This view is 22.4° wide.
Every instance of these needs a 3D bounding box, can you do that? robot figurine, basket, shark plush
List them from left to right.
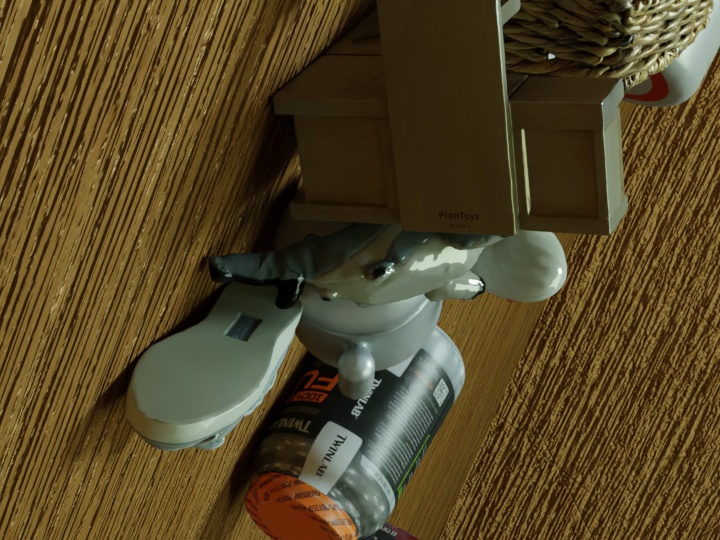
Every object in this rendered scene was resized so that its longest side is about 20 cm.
[{"bbox_3d":[0.000,0.000,1.237,0.200,0.112,0.171,81,8,-73],"label":"robot figurine"},{"bbox_3d":[0.003,-0.017,1.128,0.199,0.084,0.091,-19,157,-8],"label":"shark plush"},{"bbox_3d":[0.161,-0.176,1.234,0.200,0.142,0.150,-47,159,-47],"label":"basket"}]

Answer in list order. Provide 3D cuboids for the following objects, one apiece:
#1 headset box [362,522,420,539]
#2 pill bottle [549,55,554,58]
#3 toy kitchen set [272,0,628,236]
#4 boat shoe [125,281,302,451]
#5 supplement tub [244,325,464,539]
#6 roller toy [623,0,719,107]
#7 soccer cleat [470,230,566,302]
[{"bbox_3d":[0.033,0.402,2.242,0.200,0.148,0.075,-52,165,-48],"label":"headset box"},{"bbox_3d":[0.121,-0.132,1.509,0.201,0.113,0.114,-65,169,4],"label":"pill bottle"},{"bbox_3d":[0.070,-0.134,1.083,0.180,0.199,0.164,-48,137,-55],"label":"toy kitchen set"},{"bbox_3d":[-0.087,0.072,1.102,0.201,0.070,0.072,-49,157,-63],"label":"boat shoe"},{"bbox_3d":[-0.006,0.133,1.497,0.200,0.122,0.123,-57,168,-31],"label":"supplement tub"},{"bbox_3d":[0.241,-0.239,1.657,0.182,0.199,0.140,38,76,-43],"label":"roller toy"},{"bbox_3d":[0.067,-0.053,1.269,0.069,0.200,0.078,-35,145,-13],"label":"soccer cleat"}]
